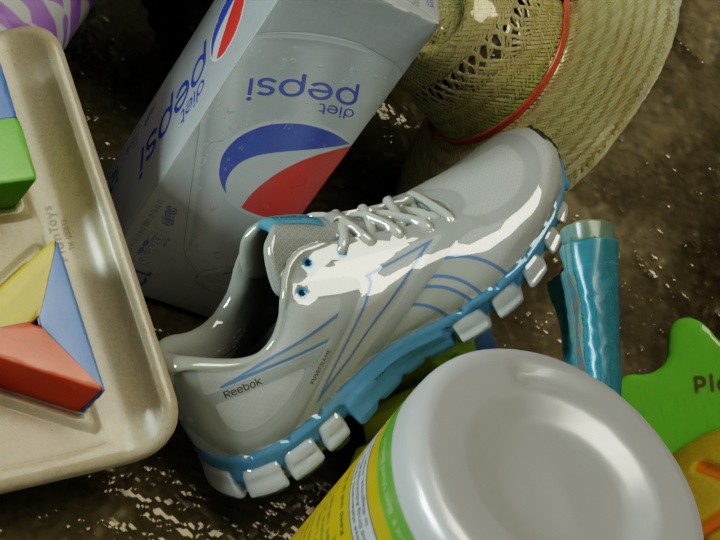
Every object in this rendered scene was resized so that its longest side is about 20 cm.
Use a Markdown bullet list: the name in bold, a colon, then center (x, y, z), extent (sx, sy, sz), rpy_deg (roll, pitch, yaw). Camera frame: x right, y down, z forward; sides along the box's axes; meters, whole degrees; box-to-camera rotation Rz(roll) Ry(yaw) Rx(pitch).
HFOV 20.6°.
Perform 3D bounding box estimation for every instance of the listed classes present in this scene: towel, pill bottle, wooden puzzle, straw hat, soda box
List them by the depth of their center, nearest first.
- **pill bottle**: center (0.019, 0.127, 0.683), extent (0.111, 0.200, 0.111), rpy_deg (19, 44, -19)
- **wooden puzzle**: center (-0.180, -0.003, 0.728), extent (0.199, 0.046, 0.186), rpy_deg (-12, 75, -28)
- **towel**: center (0.087, 0.088, 0.765), extent (0.022, 0.147, 0.201), rpy_deg (-1, 82, 3)
- **soda box**: center (-0.042, -0.068, 0.821), extent (0.063, 0.200, 0.068), rpy_deg (19, 44, -21)
- **straw hat**: center (0.053, -0.105, 0.915), extent (0.085, 0.201, 0.201), rpy_deg (39, 38, -22)

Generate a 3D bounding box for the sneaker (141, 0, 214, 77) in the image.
- **sneaker**: center (-0.064, -0.116, 0.901), extent (0.200, 0.088, 0.076), rpy_deg (27, -1, -45)

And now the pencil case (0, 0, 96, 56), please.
- **pencil case**: center (-0.155, -0.138, 0.897), extent (0.084, 0.086, 0.200), rpy_deg (22, 41, 4)

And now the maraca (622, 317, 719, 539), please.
- **maraca**: center (0.171, 0.116, 0.844), extent (0.137, 0.107, 0.201), rpy_deg (-5, 78, 6)

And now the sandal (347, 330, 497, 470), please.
- **sandal**: center (0.038, 0.085, 0.834), extent (0.087, 0.079, 0.200), rpy_deg (43, 41, -36)

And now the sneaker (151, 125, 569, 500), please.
- **sneaker**: center (0.000, 0.000, 0.799), extent (0.200, 0.075, 0.087), rpy_deg (-42, 123, -13)
